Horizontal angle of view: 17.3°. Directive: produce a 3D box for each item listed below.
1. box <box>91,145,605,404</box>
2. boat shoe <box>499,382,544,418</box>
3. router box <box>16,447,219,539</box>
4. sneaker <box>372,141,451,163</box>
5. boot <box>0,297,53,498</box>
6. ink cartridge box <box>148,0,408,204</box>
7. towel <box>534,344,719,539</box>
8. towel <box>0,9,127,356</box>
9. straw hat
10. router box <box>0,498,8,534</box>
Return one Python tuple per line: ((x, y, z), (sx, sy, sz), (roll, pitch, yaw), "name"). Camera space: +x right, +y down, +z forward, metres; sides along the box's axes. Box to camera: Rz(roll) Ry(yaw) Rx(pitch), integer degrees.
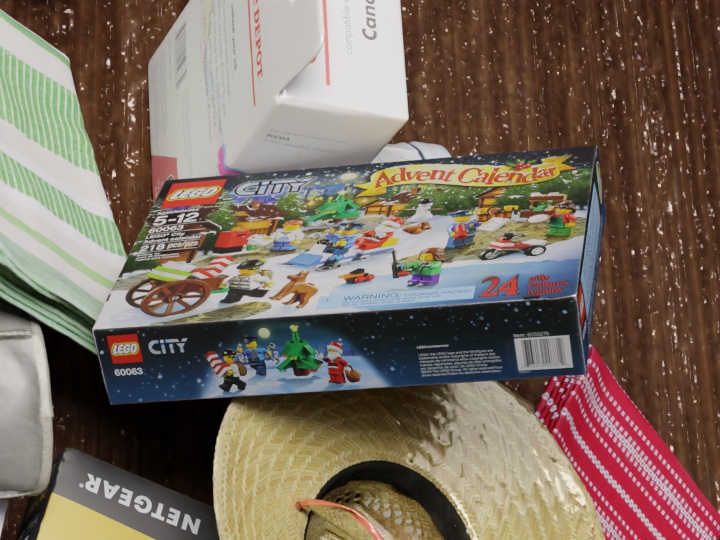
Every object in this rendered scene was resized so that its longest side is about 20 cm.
((0.000, 0.000, 0.998), (0.198, 0.038, 0.137), (-4, 28, 11), "box")
((0.001, 0.064, 1.108), (0.199, 0.072, 0.072), (31, 68, -27), "boat shoe")
((-0.066, 0.188, 1.019), (0.199, 0.052, 0.158), (23, 55, -14), "router box")
((0.024, -0.008, 1.121), (0.070, 0.200, 0.074), (-2, 109, -13), "sneaker")
((-0.231, 0.015, 0.955), (0.199, 0.073, 0.183), (-8, 82, -23), "boot")
((-0.034, -0.094, 1.095), (0.067, 0.200, 0.117), (8, 61, -23), "ink cartridge box")
((0.108, 0.149, 1.116), (0.145, 0.022, 0.201), (51, 47, -26), "towel")
((-0.150, -0.052, 1.044), (0.152, 0.023, 0.201), (38, 22, -51), "towel")
((0.004, 0.132, 0.999), (0.200, 0.085, 0.202), (17, 50, -21), "straw hat")
((-0.250, 0.111, 0.969), (0.199, 0.049, 0.181), (20, 57, -17), "router box")
